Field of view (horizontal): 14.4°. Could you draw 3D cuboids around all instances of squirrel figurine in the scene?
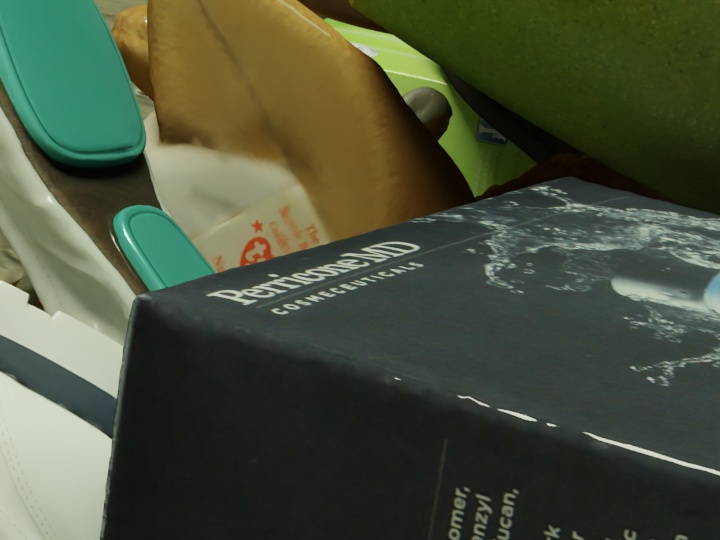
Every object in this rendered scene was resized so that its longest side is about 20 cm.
[{"bbox_3d":[0.000,0.000,0.843,0.200,0.142,0.187,25,6,6],"label":"squirrel figurine"}]

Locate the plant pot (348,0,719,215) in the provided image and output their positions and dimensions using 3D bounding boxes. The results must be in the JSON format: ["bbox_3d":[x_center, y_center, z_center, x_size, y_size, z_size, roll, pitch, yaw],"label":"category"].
[{"bbox_3d":[0.132,-0.077,0.757,0.200,0.187,0.187,41,17,0],"label":"plant pot"}]

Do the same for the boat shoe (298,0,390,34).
[{"bbox_3d":[0.037,-0.120,0.892,0.200,0.072,0.065,-15,27,-35],"label":"boat shoe"}]

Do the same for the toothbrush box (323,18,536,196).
[{"bbox_3d":[0.074,-0.036,1.048,0.200,0.086,0.146,14,16,13],"label":"toothbrush box"}]

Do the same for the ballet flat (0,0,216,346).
[{"bbox_3d":[-0.079,-0.011,0.723,0.069,0.069,0.200,-13,69,-54],"label":"ballet flat"}]

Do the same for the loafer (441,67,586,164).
[{"bbox_3d":[0.082,-0.069,0.931,0.073,0.071,0.200,-21,51,-16],"label":"loafer"}]

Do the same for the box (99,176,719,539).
[{"bbox_3d":[0.078,0.067,0.603,0.200,0.118,0.197,15,16,27],"label":"box"}]

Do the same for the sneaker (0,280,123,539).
[{"bbox_3d":[-0.137,0.025,0.619,0.200,0.081,0.076,24,-26,-1],"label":"sneaker"}]
